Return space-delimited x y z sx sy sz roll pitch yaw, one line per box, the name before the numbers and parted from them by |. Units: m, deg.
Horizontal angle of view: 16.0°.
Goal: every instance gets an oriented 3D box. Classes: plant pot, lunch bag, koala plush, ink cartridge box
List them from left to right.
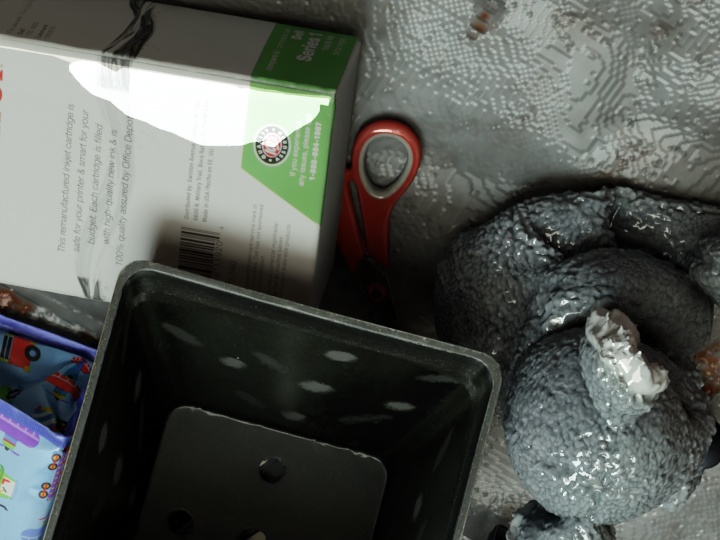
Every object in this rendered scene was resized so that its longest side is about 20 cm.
lunch bag | -0.259 0.090 1.450 0.199 0.094 0.151 24 122 3
ink cartridge box | -0.110 -0.061 1.340 0.199 0.084 0.147 11 119 5
plant pot | -0.052 0.131 1.332 0.199 0.177 0.201 15 77 0
koala plush | 0.121 0.064 1.328 0.183 0.200 0.178 17 120 -4

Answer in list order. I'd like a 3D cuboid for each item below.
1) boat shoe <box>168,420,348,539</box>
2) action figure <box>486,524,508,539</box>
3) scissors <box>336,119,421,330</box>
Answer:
boat shoe | -0.101 0.145 1.466 0.199 0.075 0.066 -33 102 17
action figure | -0.005 0.207 1.475 0.119 0.102 0.200 47 114 -3
scissors | 0.000 0.000 1.413 0.073 0.014 0.201 0 120 4
